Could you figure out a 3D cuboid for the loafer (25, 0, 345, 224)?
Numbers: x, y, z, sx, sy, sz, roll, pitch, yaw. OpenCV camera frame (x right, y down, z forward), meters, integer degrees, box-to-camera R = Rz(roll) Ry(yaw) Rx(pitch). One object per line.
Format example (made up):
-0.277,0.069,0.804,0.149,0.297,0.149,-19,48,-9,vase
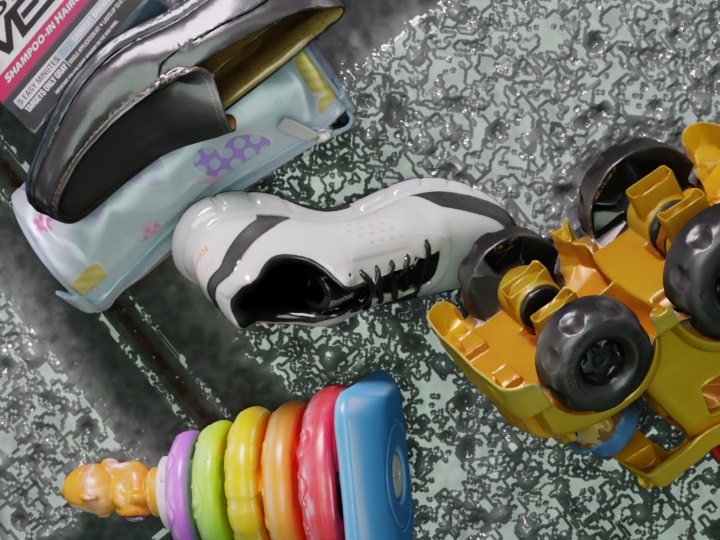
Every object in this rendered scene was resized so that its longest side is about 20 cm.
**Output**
-0.094,-0.097,1.227,0.072,0.073,0.200,41,89,23,loafer

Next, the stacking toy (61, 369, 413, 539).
-0.074,0.122,1.311,0.199,0.116,0.111,-5,94,13,stacking toy

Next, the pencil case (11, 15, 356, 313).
-0.098,-0.063,1.302,0.200,0.083,0.091,-36,75,3,pencil case

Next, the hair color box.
-0.203,-0.167,1.280,0.200,0.061,0.099,42,93,19,hair color box

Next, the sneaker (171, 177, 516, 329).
0.000,0.000,1.280,0.199,0.080,0.074,-6,124,-21,sneaker

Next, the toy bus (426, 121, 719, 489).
0.163,0.047,1.276,0.199,0.136,0.193,-33,122,-7,toy bus
